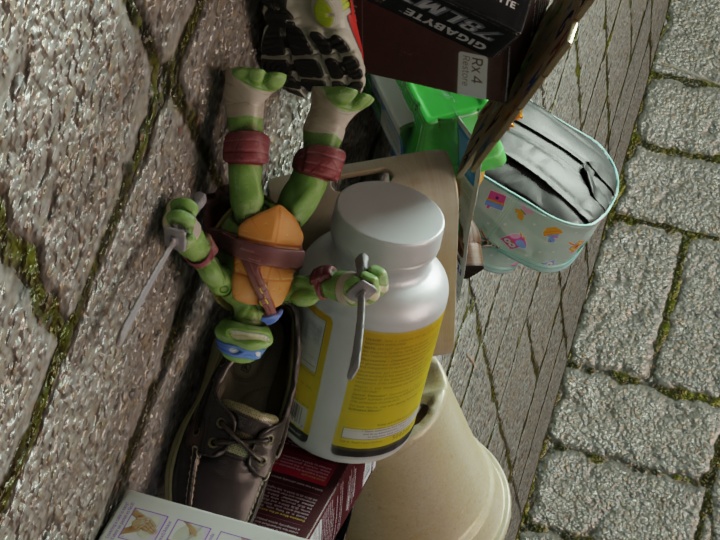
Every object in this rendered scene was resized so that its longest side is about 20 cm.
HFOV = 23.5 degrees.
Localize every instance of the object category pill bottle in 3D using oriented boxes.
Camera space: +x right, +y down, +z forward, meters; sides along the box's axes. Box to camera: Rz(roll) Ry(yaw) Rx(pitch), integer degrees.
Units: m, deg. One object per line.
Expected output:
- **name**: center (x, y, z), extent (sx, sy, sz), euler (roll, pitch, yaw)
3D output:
- **pill bottle**: center (0.003, 0.038, 1.289), extent (0.112, 0.112, 0.200), euler (-57, 164, -53)

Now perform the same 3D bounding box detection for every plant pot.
- **plant pot**: center (0.023, 0.163, 1.534), extent (0.184, 0.200, 0.201), euler (74, 31, -46)

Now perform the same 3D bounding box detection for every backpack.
- **backpack**: center (0.153, -0.087, 1.745), extent (0.176, 0.200, 0.153), euler (-61, 175, -51)

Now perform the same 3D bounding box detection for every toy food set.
- **toy food set**: center (0.000, 0.000, 1.372), extent (0.060, 0.143, 0.200), euler (-112, -164, -50)

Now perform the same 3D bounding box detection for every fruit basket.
- **fruit basket**: center (0.054, -0.101, 1.493), extent (0.200, 0.094, 0.185), euler (102, -28, -50)

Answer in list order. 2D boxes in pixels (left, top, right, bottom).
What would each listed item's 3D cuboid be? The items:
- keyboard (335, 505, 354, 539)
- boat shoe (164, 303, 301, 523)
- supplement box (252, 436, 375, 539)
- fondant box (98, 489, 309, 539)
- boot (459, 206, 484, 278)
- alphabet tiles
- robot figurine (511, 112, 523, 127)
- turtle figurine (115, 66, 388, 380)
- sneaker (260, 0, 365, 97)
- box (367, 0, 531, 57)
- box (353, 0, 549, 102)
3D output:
- **keyboard**: center (-0.051, 0.171, 1.420), extent (0.040, 0.104, 0.200), euler (26, 76, -52)
- **boat shoe**: center (-0.088, 0.109, 1.224), extent (0.065, 0.073, 0.200), euler (140, -36, -60)
- **supplement box**: center (-0.067, 0.170, 1.317), extent (0.200, 0.109, 0.061), euler (-55, 155, -54)
- **fondant box**: center (-0.073, 0.237, 1.167), extent (0.058, 0.200, 0.144), euler (-64, 162, -44)
- **boot**: center (0.052, -0.079, 1.642), extent (0.186, 0.064, 0.200), euler (-26, -111, 55)
- **alphabet tiles**: center (0.132, -0.161, 1.290), extent (0.200, 0.006, 0.167), euler (-54, -172, 38)
- **robot figurine**: center (0.110, -0.224, 1.607), extent (0.200, 0.058, 0.145), euler (82, -15, -57)
- **turtle figurine**: center (-0.050, -0.030, 1.127), extent (0.200, 0.144, 0.194), euler (10, 90, -80)
- **sneaker**: center (-0.029, -0.194, 1.198), extent (0.200, 0.077, 0.085), euler (82, 21, -57)
- **box**: center (0.035, -0.267, 1.119), extent (0.050, 0.200, 0.199), euler (142, -32, -64)
- **box**: center (0.063, -0.263, 1.297), extent (0.166, 0.164, 0.200), euler (90, 20, -46)
